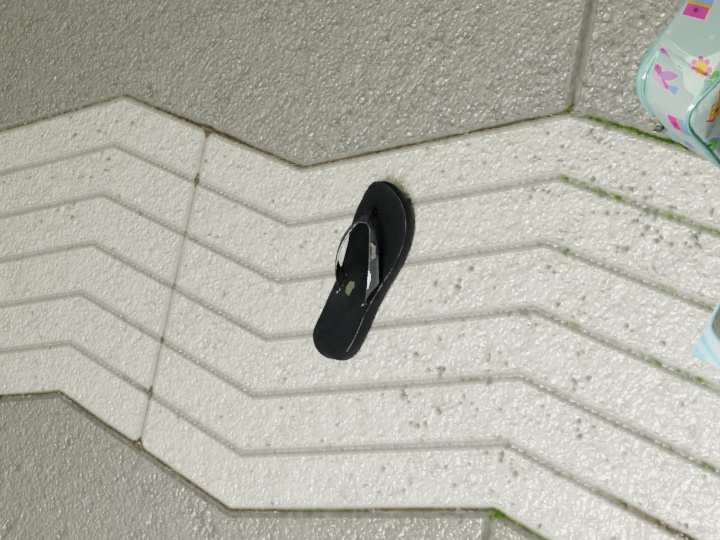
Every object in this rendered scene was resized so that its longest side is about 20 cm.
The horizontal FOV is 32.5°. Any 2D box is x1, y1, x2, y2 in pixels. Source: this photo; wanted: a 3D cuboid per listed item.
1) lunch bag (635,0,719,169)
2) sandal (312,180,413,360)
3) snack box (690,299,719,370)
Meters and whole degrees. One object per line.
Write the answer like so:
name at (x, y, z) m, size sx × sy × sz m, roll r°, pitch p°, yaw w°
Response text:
lunch bag at (0.324, -0.188, 1.049) m, size 0.077 × 0.160 × 0.200 m, roll 40°, pitch 98°, yaw 31°
sandal at (0.000, 0.001, 1.317) m, size 0.076 × 0.043 × 0.200 m, roll 19°, pitch 91°, yaw 38°
snack box at (0.386, 0.066, 1.014) m, size 0.200 × 0.037 × 0.116 m, roll 32°, pitch 99°, yaw 38°
